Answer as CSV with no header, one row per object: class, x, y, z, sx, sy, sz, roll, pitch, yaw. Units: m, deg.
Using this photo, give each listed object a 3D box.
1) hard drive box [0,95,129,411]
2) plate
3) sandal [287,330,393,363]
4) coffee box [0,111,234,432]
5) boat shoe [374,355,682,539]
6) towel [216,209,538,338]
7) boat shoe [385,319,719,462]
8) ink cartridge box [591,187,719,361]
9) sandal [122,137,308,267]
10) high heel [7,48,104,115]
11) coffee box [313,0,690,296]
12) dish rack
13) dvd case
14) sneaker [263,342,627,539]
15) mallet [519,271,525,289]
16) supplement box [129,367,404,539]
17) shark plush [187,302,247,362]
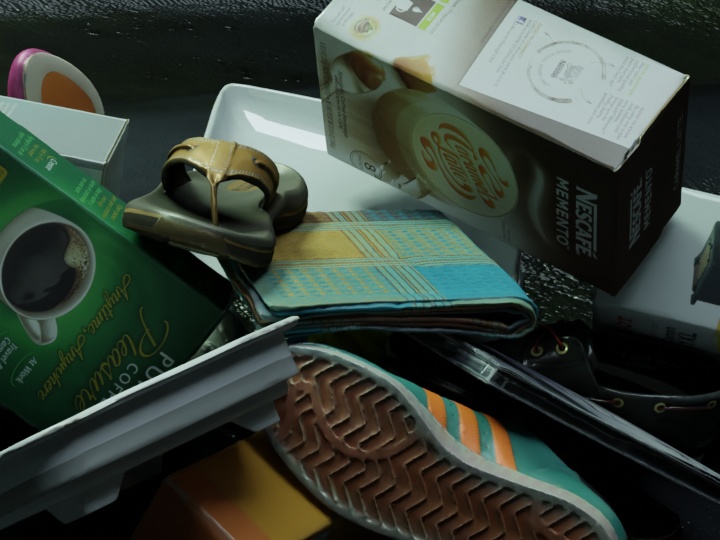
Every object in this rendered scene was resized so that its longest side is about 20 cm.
hard drive box,-0.238,-0.017,1.402,0.198,0.157,0.077,12,22,1
plate,-0.003,-0.029,1.480,0.198,0.033,0.201,12,36,2
sandal,-0.006,0.027,1.520,0.087,0.080,0.200,-24,19,31
coffee box,-0.179,0.000,1.339,0.199,0.123,0.044,35,19,-8
boat shoe,0.082,0.104,1.373,0.199,0.065,0.072,22,25,24
towel,0.000,0.000,1.343,0.145,0.022,0.200,0,15,-13
boat shoe,0.114,0.054,1.464,0.200,0.063,0.074,16,32,-8
ink cartridge box,0.239,0.023,1.522,0.198,0.083,0.146,13,-14,8
sandal,-0.067,-0.044,1.334,0.081,0.055,0.200,14,14,12
high heel,-0.192,-0.064,1.500,0.095,0.200,0.068,16,64,25
coffee box,0.078,-0.086,1.437,0.199,0.115,0.080,27,59,23
dish rack,-0.125,0.088,1.219,0.171,0.044,0.200,-25,-1,-36
dvd case,0.113,0.074,1.339,0.199,0.016,0.149,29,0,-27
sneaker,0.040,0.098,1.255,0.199,0.072,0.080,32,12,8
mallet,0.048,0.046,1.534,0.065,0.041,0.200,14,28,11
supplement box,-0.030,0.115,1.287,0.067,0.069,0.200,43,35,18
shark plush,-0.075,0.033,1.474,0.083,0.091,0.200,32,0,-39
